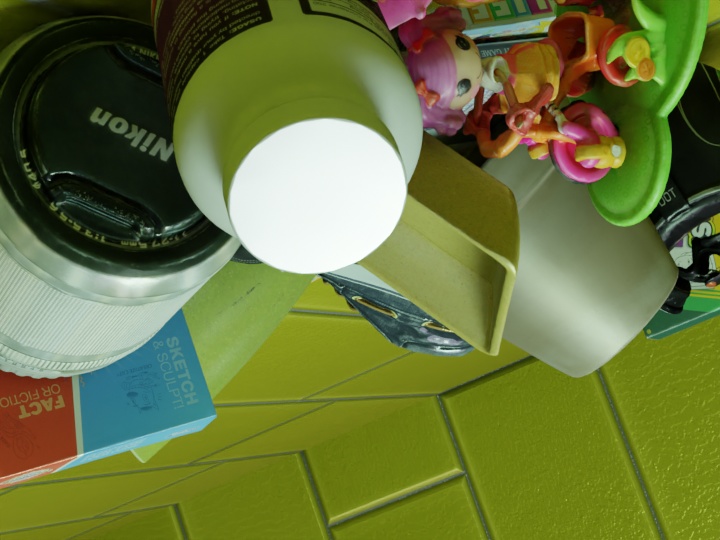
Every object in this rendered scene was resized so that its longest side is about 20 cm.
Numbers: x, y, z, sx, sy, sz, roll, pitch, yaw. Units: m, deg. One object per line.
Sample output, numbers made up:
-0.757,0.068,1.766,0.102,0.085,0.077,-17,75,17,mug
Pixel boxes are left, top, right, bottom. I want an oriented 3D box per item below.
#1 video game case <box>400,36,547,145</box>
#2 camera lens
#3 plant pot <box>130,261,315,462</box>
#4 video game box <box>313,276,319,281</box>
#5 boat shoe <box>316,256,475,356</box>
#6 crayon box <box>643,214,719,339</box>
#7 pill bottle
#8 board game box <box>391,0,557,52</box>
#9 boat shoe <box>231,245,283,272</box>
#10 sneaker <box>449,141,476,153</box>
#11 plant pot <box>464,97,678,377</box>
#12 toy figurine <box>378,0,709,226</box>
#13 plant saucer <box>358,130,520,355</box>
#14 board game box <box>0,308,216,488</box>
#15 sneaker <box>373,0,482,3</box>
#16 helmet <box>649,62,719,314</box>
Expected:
0.045,-0.114,1.025,0.199,0.019,0.143,-11,165,-35,video game case
-0.157,-0.036,0.854,0.159,0.161,0.200,-13,166,-30,camera lens
-0.127,0.006,1.111,0.199,0.188,0.187,-33,170,-8,plant pot
-0.133,0.011,1.397,0.199,0.047,0.182,-26,170,25,video game box
0.000,0.000,1.058,0.091,0.199,0.071,106,8,-55,boat shoe
0.323,-0.058,1.460,0.172,0.202,0.058,-25,167,21,crayon box
-0.036,-0.086,0.705,0.111,0.201,0.113,-6,126,-8,pill bottle
0.054,-0.139,1.053,0.133,0.034,0.200,-14,167,-28,board game box
-0.036,-0.036,0.862,0.067,0.072,0.200,17,170,-17,boat shoe
0.014,-0.057,1.211,0.198,0.094,0.070,-21,169,7,sneaker
0.141,-0.020,1.157,0.200,0.173,0.200,-46,-175,5,plant pot
0.077,-0.127,0.849,0.182,0.202,0.150,0,-178,-25,toy figurine
0.019,-0.044,0.912,0.049,0.199,0.200,-52,168,-13,plant saucer
-0.193,0.022,0.959,0.152,0.202,0.040,-14,168,-28,board game box
0.049,-0.172,0.735,0.199,0.091,0.078,-23,171,-41,sneaker
0.264,-0.083,1.284,0.198,0.192,0.201,-11,140,-10,helmet
